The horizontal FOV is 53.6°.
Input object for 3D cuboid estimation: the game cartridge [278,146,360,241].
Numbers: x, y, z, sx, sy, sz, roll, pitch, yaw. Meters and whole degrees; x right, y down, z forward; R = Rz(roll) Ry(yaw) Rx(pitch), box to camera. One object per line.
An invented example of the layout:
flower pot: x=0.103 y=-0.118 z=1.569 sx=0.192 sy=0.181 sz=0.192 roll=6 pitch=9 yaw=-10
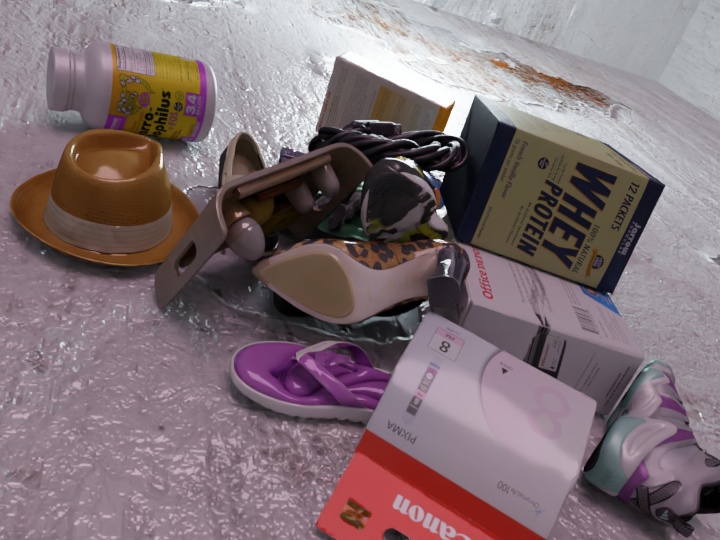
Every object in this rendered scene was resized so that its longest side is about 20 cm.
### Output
game cartridge: x=-0.045 y=-0.097 z=0.931 sx=0.126 sy=0.039 sz=0.202 roll=10 pitch=31 yaw=-13

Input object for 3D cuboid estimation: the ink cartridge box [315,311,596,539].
ink cartridge box: x=0.081 y=0.142 z=0.542 sx=0.160 sy=0.058 sz=0.201 roll=28 pitch=42 yaw=9

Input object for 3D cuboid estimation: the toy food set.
toy food set: x=-0.088 y=-0.038 z=0.668 sx=0.198 sy=0.143 sz=0.061 roll=-29 pitch=83 yaw=-45

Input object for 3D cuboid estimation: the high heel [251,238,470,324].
high heel: x=0.006 y=-0.001 z=0.681 sx=0.194 sy=0.074 sz=0.143 roll=5 pitch=14 yaw=11

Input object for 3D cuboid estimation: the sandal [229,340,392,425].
sandal: x=-0.014 y=0.089 z=0.618 sx=0.197 sy=0.051 sz=0.083 roll=15 pitch=29 yaw=-17

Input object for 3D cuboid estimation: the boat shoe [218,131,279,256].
boat shoe: x=-0.130 y=-0.091 z=0.831 sx=0.069 sy=0.064 sz=0.202 roll=10 pitch=32 yaw=-24

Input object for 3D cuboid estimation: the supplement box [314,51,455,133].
supplement box: x=0.038 y=-0.249 z=1.146 sx=0.196 sy=0.128 sz=0.074 roll=27 pitch=29 yaw=8

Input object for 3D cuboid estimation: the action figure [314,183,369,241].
action figure: x=-0.008 y=-0.093 z=0.868 sx=0.116 sy=0.056 sz=0.200 roll=25 pitch=25 yaw=11

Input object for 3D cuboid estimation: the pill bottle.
pill bottle: x=-0.289 y=-0.227 z=0.903 sx=0.195 sy=0.106 sz=0.105 roll=2 pitch=34 yaw=-32

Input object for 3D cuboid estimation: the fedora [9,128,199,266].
fedora: x=-0.246 y=-0.085 z=0.715 sx=0.195 sy=0.083 sz=0.202 roll=18 pitch=29 yaw=-10

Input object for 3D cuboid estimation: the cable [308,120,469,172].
cable: x=0.032 y=-0.139 z=0.833 sx=0.161 sy=0.052 sz=0.197 roll=22 pitch=22 yaw=37

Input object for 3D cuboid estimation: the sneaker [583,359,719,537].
sneaker: x=0.304 y=0.177 z=0.679 sx=0.138 sy=0.079 sz=0.199 roll=34 pitch=41 yaw=19

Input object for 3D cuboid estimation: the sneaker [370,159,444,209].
sneaker: x=0.055 y=-0.147 z=1.058 sx=0.077 sy=0.076 sz=0.201 roll=-3 pitch=45 yaw=-52

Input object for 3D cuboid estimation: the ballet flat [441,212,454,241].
ballet flat: x=0.130 y=-0.044 z=0.919 sx=0.068 sy=0.071 sz=0.202 roll=18 pitch=28 yaw=-6

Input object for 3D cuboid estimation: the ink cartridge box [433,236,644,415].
ink cartridge box: x=0.182 y=0.056 z=0.776 sx=0.195 sy=0.086 sz=0.146 roll=18 pitch=28 yaw=-9

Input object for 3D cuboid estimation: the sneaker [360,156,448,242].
sneaker: x=0.033 y=-0.075 z=0.706 sx=0.200 sy=0.073 sz=0.087 roll=43 pitch=24 yaw=-72

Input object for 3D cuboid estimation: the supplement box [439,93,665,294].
supplement box: x=0.216 y=-0.100 z=0.858 sx=0.195 sy=0.137 sz=0.201 roll=18 pitch=21 yaw=-7

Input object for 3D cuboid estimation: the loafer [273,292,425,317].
loafer: x=0.000 y=0.000 z=0.736 sx=0.195 sy=0.073 sz=0.073 roll=2 pitch=56 yaw=-32
